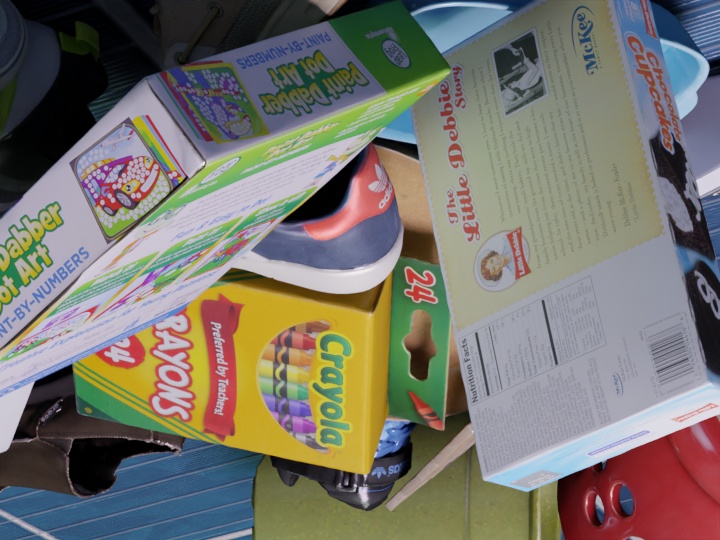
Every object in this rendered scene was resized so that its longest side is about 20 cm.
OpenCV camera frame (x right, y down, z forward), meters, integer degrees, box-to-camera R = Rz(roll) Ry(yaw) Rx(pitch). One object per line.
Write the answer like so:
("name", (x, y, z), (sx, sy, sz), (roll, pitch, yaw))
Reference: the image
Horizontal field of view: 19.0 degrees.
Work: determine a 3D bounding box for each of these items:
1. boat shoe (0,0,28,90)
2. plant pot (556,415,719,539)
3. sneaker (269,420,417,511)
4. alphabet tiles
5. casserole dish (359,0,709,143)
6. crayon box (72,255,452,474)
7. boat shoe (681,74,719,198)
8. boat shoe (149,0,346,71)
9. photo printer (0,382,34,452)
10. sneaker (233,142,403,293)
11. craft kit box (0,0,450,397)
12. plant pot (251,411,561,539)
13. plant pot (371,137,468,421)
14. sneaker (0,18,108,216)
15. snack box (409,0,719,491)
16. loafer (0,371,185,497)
("boat shoe", (-0.229, -0.109, 0.871), (0.201, 0.070, 0.072), (6, 156, -22))
("plant pot", (0.243, 0.120, 1.367), (0.200, 0.200, 0.183), (-1, 148, -16))
("sneaker", (0.026, 0.081, 1.251), (0.200, 0.111, 0.077), (-6, -178, 32))
("alphabet tiles", (0.102, 0.062, 1.227), (0.167, 0.008, 0.200), (-36, 172, -25))
("casserole dish", (0.071, -0.100, 1.024), (0.200, 0.039, 0.121), (8, 151, -30))
("crayon box", (-0.054, 0.037, 1.134), (0.200, 0.051, 0.127), (10, 134, 10))
("boat shoe", (0.191, -0.067, 1.095), (0.200, 0.069, 0.057), (-20, 147, 19))
("boat shoe", (-0.055, -0.114, 0.934), (0.065, 0.072, 0.200), (40, 142, -9))
("photo printer", (-0.254, 0.037, 1.175), (0.166, 0.069, 0.200), (2, 153, -17))
("sneaker", (-0.079, -0.043, 1.055), (0.200, 0.075, 0.085), (2, 138, 7))
("craft kit box", (-0.081, -0.024, 0.890), (0.197, 0.049, 0.200), (-37, 175, 31))
("plant pot", (0.032, 0.153, 1.409), (0.190, 0.200, 0.200), (1, 156, 8))
("plant pot", (0.000, 0.000, 1.135), (0.200, 0.027, 0.200), (11, 135, 11))
("sneaker", (-0.164, -0.051, 1.015), (0.083, 0.072, 0.200), (0, 154, -21))
("snack box", (0.088, -0.019, 0.921), (0.116, 0.200, 0.037), (-27, 151, 33))
("loafer", (-0.189, 0.109, 1.348), (0.200, 0.071, 0.073), (-24, 151, 29))
